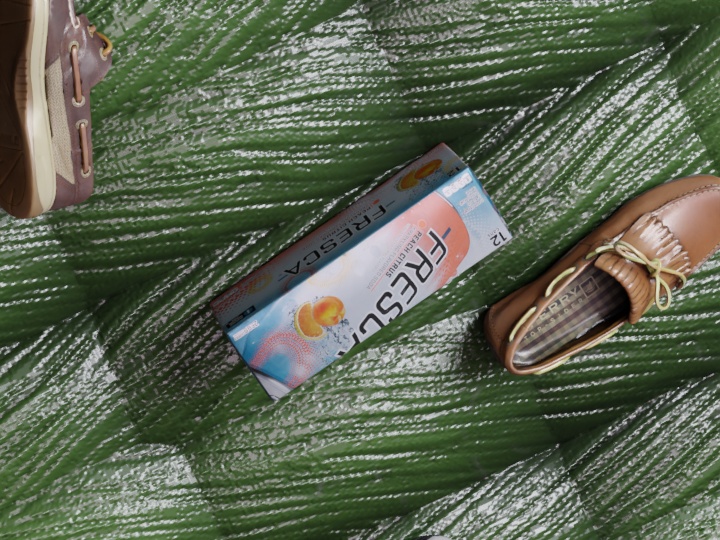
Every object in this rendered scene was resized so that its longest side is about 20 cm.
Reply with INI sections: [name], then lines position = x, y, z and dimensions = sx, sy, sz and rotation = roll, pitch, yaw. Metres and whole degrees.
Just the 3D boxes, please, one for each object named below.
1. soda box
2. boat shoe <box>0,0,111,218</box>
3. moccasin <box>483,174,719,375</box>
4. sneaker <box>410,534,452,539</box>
[soda box]
position = 0.000, 0.000, 1.747
dimensions = 0.200, 0.068, 0.064
rotation = -35, 113, -1
[boat shoe]
position = -0.197, -0.135, 1.655
dimensions = 0.072, 0.072, 0.200
rotation = -12, 107, -36
[moccasin]
position = 0.178, 0.004, 1.786
dimensions = 0.201, 0.078, 0.074
rotation = -29, 113, -2
[sneaker]
position = 0.030, 0.285, 1.852
dimensions = 0.076, 0.077, 0.200
rotation = 17, 103, -17
